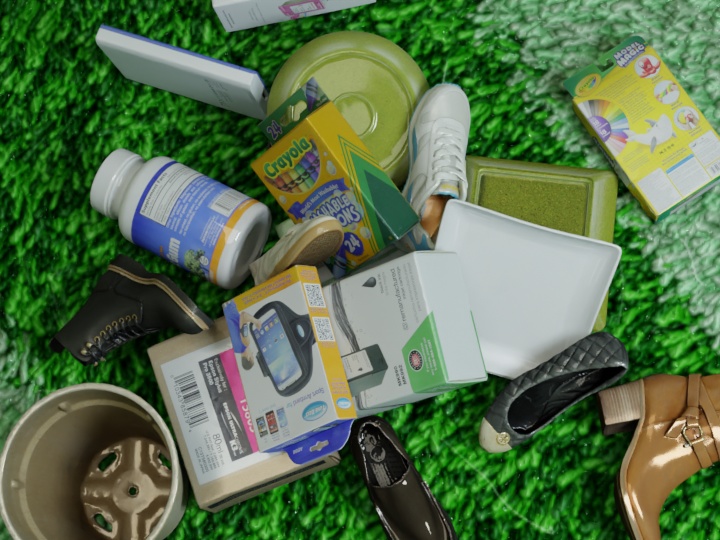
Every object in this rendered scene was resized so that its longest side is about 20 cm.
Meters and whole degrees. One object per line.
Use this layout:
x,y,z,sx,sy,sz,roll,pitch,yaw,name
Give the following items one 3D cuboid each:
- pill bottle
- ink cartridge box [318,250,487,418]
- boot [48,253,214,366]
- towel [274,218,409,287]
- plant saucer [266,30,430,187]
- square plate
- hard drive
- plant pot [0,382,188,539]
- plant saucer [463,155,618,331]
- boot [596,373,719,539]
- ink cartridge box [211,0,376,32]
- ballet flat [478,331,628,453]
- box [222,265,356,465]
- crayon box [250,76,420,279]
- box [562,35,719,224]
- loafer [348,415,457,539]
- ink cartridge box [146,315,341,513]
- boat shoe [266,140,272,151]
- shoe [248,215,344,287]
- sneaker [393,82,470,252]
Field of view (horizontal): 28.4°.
-0.215,-0.067,1.688,0.199,0.112,0.113,25,81,14,pill bottle
0.024,0.077,1.563,0.199,0.084,0.147,-22,77,37,ink cartridge box
-0.264,0.070,1.641,0.138,0.078,0.200,-50,35,-15,boot
0.000,0.000,1.683,0.149,0.031,0.201,-27,74,0,towel
-0.011,-0.180,1.667,0.199,0.031,0.201,0,95,-2,plant saucer
0.167,0.028,1.589,0.197,0.028,0.201,16,119,1,square plate
-0.207,-0.236,1.717,0.199,0.132,0.025,18,80,12,hard drive
-0.276,0.238,1.586,0.199,0.184,0.202,-2,77,8,plant pot
0.192,-0.041,1.641,0.198,0.048,0.201,6,72,6,plant saucer
0.352,0.211,1.567,0.154,0.077,0.201,-9,68,2,boot
-0.087,-0.393,1.763,0.199,0.085,0.145,-10,75,4,ink cartridge box
0.210,0.139,1.583,0.200,0.057,0.066,-40,116,15,ballet flat
-0.077,0.108,1.560,0.119,0.041,0.201,-27,69,33,box
-0.040,-0.101,1.608,0.200,0.126,0.052,53,49,-3,crayon box
0.334,-0.168,1.668,0.117,0.048,0.201,-32,77,0,box
0.041,0.252,1.594,0.073,0.071,0.201,-33,74,0,loafer
-0.135,0.155,1.642,0.164,0.075,0.201,-23,73,3,ink cartridge box
-0.028,-0.183,1.712,0.200,0.066,0.072,-37,74,-2,boat shoe
-0.080,-0.020,1.608,0.070,0.200,0.054,-18,76,-32,shoe
0.093,-0.116,1.636,0.076,0.081,0.201,11,90,-27,sneaker
